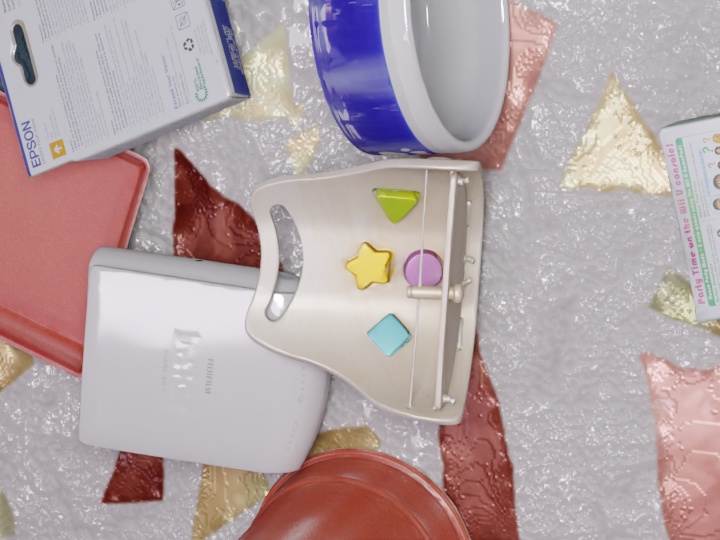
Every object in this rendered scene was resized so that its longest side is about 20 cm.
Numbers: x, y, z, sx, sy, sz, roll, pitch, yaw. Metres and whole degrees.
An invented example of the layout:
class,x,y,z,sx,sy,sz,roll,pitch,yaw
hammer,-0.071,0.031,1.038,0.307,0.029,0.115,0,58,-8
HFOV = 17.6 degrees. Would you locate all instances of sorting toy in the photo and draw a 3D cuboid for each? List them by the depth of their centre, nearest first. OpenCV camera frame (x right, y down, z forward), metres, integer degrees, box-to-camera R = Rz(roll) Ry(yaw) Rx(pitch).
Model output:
class,x,y,z,sx,sy,sz,roll,pitch,yaw
sorting toy,0.000,0.000,1.773,0.178,0.107,0.202,6,103,7

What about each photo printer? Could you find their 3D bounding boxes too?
class,x,y,z,sx,sy,sz,roll,pitch,yaw
photo printer,-0.123,0.074,1.862,0.198,0.069,0.168,9,106,7

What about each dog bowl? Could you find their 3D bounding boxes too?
class,x,y,z,sx,sy,sz,roll,pitch,yaw
dog bowl,0.038,-0.184,1.687,0.078,0.200,0.202,-3,100,24

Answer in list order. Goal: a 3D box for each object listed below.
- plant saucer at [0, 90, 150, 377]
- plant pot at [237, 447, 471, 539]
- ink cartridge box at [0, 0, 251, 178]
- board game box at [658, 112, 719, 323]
class,x,y,z,sx,sy,sz,roll,pitch,yaw
plant saucer,-0.277,-0.041,1.933,0.199,0.037,0.201,25,109,16
plant pot,-0.033,0.261,1.812,0.199,0.195,0.203,5,102,21
ink cartridge box,-0.200,-0.197,1.849,0.199,0.043,0.198,-19,82,26
board game box,0.329,-0.052,1.674,0.198,0.064,0.149,-10,97,22
